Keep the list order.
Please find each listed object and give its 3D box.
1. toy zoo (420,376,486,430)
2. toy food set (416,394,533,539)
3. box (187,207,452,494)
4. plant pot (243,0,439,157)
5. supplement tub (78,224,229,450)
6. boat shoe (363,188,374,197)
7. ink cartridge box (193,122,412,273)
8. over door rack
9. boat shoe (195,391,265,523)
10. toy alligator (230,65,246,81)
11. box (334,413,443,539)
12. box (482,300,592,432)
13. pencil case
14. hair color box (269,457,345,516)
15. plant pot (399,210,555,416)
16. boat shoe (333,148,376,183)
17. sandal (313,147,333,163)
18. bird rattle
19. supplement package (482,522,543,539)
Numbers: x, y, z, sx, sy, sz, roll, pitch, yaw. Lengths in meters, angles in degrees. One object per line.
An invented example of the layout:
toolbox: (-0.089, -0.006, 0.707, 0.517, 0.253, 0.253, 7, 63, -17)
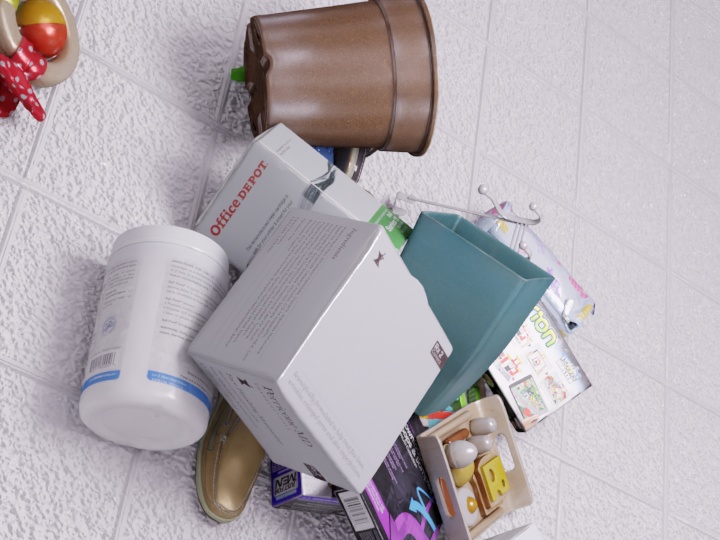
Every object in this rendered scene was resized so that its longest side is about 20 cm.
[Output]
toy zoo: (0.082, 0.184, 1.685, 0.199, 0.020, 0.132, 9, 64, -38)
toy food set: (0.143, 0.238, 1.625, 0.200, 0.060, 0.144, -18, 90, -60)
box: (-0.035, 0.080, 1.401, 0.200, 0.130, 0.199, -55, 135, -25)
plant pot: (-0.030, -0.229, 1.626, 0.197, 0.200, 0.201, -4, 69, -13)
supplement tub: (-0.209, 0.070, 1.416, 0.132, 0.132, 0.201, 26, 54, -29)
boat shoe: (0.000, 0.000, 1.656, 0.065, 0.073, 0.201, -3, 76, -61)
ink cartridge box: (-0.065, -0.046, 1.551, 0.200, 0.147, 0.083, 39, 27, -1)
over door rack: (0.113, -0.036, 1.706, 0.067, 0.199, 0.148, 75, 27, -47)
boat shoe: (-0.124, 0.168, 1.476, 0.071, 0.076, 0.201, 27, 54, -30)
toy alligator: (-0.078, -0.252, 1.736, 0.199, 0.060, 0.054, -5, 28, -28)
box: (0.042, 0.248, 1.535, 0.144, 0.036, 0.200, 66, 25, -16)
box: (0.192, 0.089, 1.728, 0.110, 0.035, 0.201, -31, 92, -16)
pencil case: (0.226, 0.002, 1.857, 0.200, 0.083, 0.091, 49, 24, -9)
hair color box: (-0.045, 0.168, 1.554, 0.109, 0.065, 0.201, 14, 62, -37)
plant pot: (0.096, 0.055, 1.565, 0.141, 0.201, 0.141, 35, 12, 17)
boat shoe: (0.005, -0.181, 1.772, 0.065, 0.072, 0.201, 27, 47, -22)
sandal: (-0.062, -0.105, 1.664, 0.079, 0.087, 0.201, 28, 51, -25)
bird rattle: (-0.357, -0.257, 1.483, 0.163, 0.112, 0.201, -12, 79, -60)
supplement package: (0.141, 0.406, 1.559, 0.200, 0.111, 0.156, -23, 84, -44)
